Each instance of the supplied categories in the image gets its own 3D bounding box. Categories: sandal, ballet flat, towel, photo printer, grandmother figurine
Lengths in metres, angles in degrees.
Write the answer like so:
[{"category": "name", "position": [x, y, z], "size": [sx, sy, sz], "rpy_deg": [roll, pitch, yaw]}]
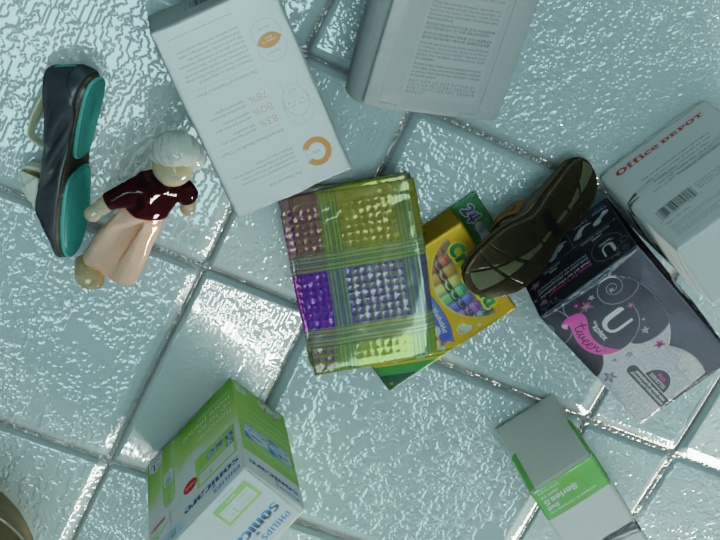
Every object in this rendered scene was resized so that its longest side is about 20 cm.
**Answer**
[{"category": "sandal", "position": [0.174, -0.048, 1.321], "size": [0.200, 0.055, 0.082], "rpy_deg": [-49, 127, -18]}, {"category": "ballet flat", "position": [-0.297, -0.111, 1.218], "size": [0.073, 0.073, 0.200], "rpy_deg": [7, 116, -14]}, {"category": "towel", "position": [0.000, 0.000, 1.294], "size": [0.143, 0.023, 0.200], "rpy_deg": [-10, 92, 3]}, {"category": "photo printer", "position": [0.086, -0.251, 1.205], "size": [0.166, 0.069, 0.200], "rpy_deg": [3, 122, -23]}, {"category": "grandmother figurine", "position": [-0.207, -0.061, 1.213], "size": [0.121, 0.061, 0.200], "rpy_deg": [-19, 155, -47]}]

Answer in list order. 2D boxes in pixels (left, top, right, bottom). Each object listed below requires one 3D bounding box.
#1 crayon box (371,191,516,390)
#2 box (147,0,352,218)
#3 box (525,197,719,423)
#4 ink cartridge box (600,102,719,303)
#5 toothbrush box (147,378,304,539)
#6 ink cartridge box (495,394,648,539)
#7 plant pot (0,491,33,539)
[{"category": "crayon box", "position": [0.077, 0.023, 1.348], "size": [0.200, 0.052, 0.126], "rpy_deg": [-34, 114, 3]}, {"category": "box", "position": [-0.108, -0.174, 1.206], "size": [0.124, 0.098, 0.200], "rpy_deg": [-24, 114, -1]}, {"category": "box", "position": [0.286, 0.047, 1.351], "size": [0.132, 0.115, 0.200], "rpy_deg": [-38, 117, 13]}, {"category": "ink cartridge box", "position": [0.359, -0.076, 1.284], "size": [0.146, 0.200, 0.084], "rpy_deg": [-36, 117, 5]}, {"category": "toothbrush box", "position": [-0.147, 0.228, 1.306], "size": [0.086, 0.200, 0.146], "rpy_deg": [39, 101, -23]}, {"category": "ink cartridge box", "position": [0.254, 0.266, 1.429], "size": [0.084, 0.146, 0.200], "rpy_deg": [-33, 114, 3]}, {"category": "plant pot", "position": [-0.437, 0.294, 1.311], "size": [0.200, 0.134, 0.201], "rpy_deg": [-4, 112, -9]}]
